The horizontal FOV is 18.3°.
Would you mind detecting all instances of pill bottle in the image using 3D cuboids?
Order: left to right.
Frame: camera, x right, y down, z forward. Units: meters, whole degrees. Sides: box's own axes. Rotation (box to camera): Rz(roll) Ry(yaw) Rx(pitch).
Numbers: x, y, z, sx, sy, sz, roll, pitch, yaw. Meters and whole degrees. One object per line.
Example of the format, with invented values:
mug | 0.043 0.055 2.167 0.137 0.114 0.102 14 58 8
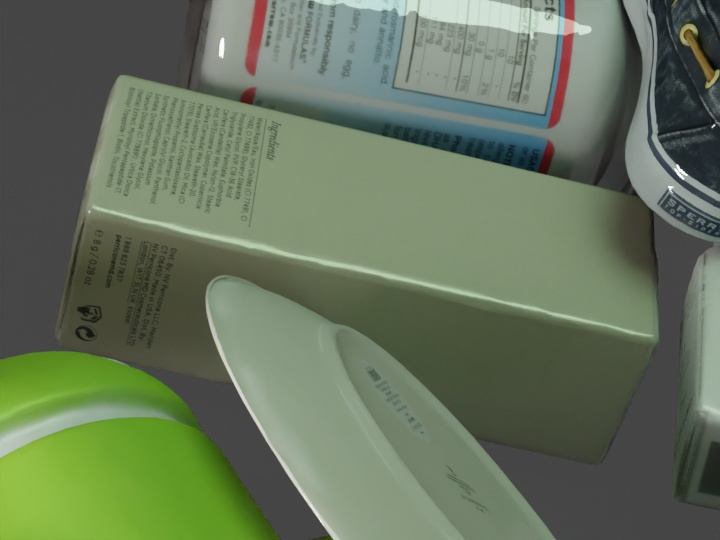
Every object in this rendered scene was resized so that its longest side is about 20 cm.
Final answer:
pill bottle | 0.034 -0.077 0.869 0.200 0.109 0.109 10 41 -11

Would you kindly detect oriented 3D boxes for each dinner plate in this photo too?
dinner plate | 0.027 0.073 0.668 0.200 0.024 0.200 48 7 -8

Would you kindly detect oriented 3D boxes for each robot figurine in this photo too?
robot figurine | -0.071 0.106 0.620 0.175 0.116 0.200 -2 42 -41

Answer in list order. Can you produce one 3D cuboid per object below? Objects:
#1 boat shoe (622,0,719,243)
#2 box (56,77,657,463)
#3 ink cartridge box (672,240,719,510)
boat shoe | 0.143 -0.101 0.798 0.071 0.091 0.200 24 38 -13
box | 0.000 0.000 0.790 0.200 0.068 0.082 14 41 -6
ink cartridge box | 0.210 0.027 0.767 0.200 0.044 0.174 11 36 3
